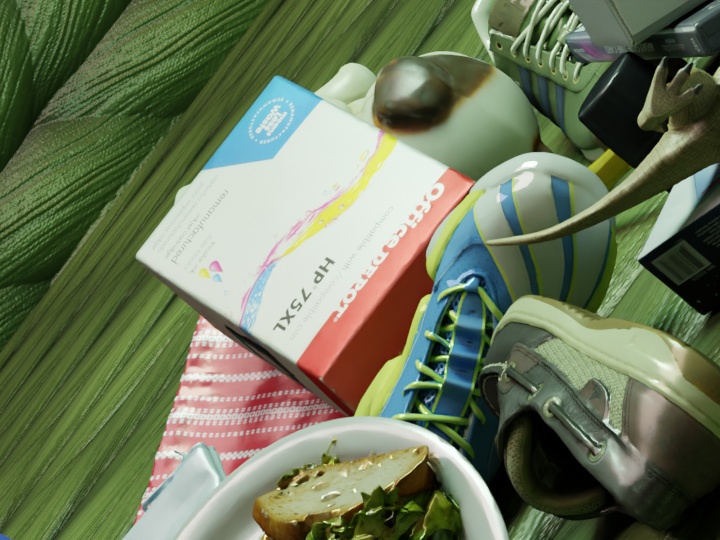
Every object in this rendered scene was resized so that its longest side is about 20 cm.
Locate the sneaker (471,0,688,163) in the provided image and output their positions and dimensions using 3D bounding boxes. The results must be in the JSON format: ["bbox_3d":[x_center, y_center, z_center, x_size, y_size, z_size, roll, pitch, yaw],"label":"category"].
[{"bbox_3d":[0.102,-0.111,1.436,0.067,0.090,0.200,-49,11,1],"label":"sneaker"}]

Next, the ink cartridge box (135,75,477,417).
[{"bbox_3d":[0.000,0.000,1.304,0.116,0.067,0.200,-53,43,-7],"label":"ink cartridge box"}]

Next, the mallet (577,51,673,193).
[{"bbox_3d":[0.115,-0.034,1.293,0.041,0.066,0.200,-54,-4,-24],"label":"mallet"}]

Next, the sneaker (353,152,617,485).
[{"bbox_3d":[0.047,0.050,1.149,0.105,0.075,0.201,-77,9,-51],"label":"sneaker"}]

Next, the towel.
[{"bbox_3d":[-0.039,0.059,1.357,0.144,0.022,0.201,-6,58,39],"label":"towel"}]

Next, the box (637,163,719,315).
[{"bbox_3d":[0.197,-0.078,1.063,0.200,0.038,0.137,-38,17,51],"label":"box"}]

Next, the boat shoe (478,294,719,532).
[{"bbox_3d":[0.078,0.056,1.018,0.066,0.072,0.201,-48,14,-11],"label":"boat shoe"}]

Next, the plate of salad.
[{"bbox_3d":[-0.028,0.144,1.022,0.199,0.048,0.201,-22,53,33],"label":"plate of salad"}]

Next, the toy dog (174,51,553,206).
[{"bbox_3d":[0.006,-0.035,1.465,0.200,0.139,0.194,-44,13,25],"label":"toy dog"}]

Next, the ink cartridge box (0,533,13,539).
[{"bbox_3d":[-0.164,0.224,1.272,0.044,0.094,0.201,-77,12,-68],"label":"ink cartridge box"}]

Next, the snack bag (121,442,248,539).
[{"bbox_3d":[-0.083,0.195,1.104,0.189,0.021,0.200,-49,42,16],"label":"snack bag"}]

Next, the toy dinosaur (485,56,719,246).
[{"bbox_3d":[0.135,-0.057,1.051,0.200,0.058,0.101,-43,-3,6],"label":"toy dinosaur"}]

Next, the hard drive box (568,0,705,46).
[{"bbox_3d":[0.153,-0.214,1.222,0.199,0.156,0.077,-32,9,-5],"label":"hard drive box"}]

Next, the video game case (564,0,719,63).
[{"bbox_3d":[0.180,-0.138,1.275,0.143,0.019,0.200,-33,10,-8],"label":"video game case"}]
